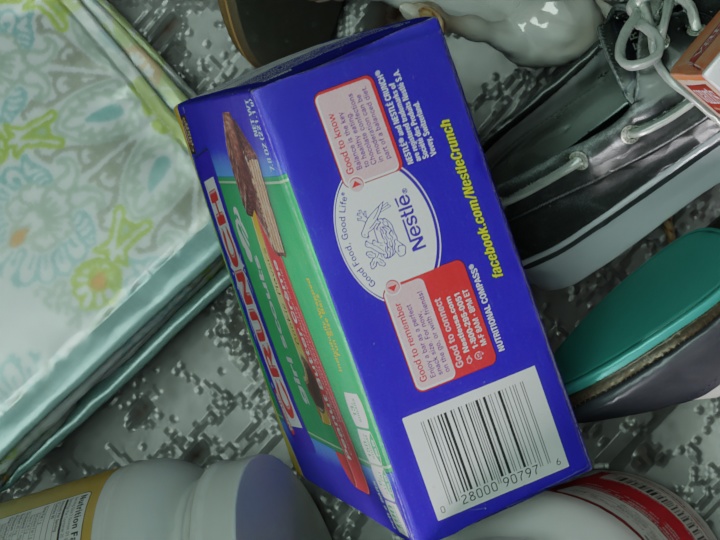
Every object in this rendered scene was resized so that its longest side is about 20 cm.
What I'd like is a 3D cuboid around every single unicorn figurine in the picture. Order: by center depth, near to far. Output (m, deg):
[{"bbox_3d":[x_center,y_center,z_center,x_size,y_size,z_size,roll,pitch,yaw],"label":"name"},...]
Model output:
[{"bbox_3d":[0.053,-0.105,0.884,0.200,0.137,0.074,48,112,28],"label":"unicorn figurine"}]

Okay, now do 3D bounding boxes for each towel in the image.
[{"bbox_3d":[-0.152,-0.022,0.956,0.200,0.048,0.171,-43,75,-4],"label":"towel"}]

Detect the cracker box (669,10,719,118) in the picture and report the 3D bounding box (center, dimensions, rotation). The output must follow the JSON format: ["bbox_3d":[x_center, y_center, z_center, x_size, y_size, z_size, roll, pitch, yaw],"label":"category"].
[{"bbox_3d":[0.225,-0.054,0.747,0.200,0.058,0.134,40,92,-6],"label":"cracker box"}]

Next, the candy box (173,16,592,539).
[{"bbox_3d":[0.000,0.000,0.830,0.077,0.200,0.170,-21,96,-10],"label":"candy box"}]

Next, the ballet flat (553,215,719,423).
[{"bbox_3d":[0.153,-0.002,0.806,0.073,0.073,0.200,42,85,14],"label":"ballet flat"}]

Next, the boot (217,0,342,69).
[{"bbox_3d":[-0.054,-0.182,0.952,0.075,0.073,0.201,-7,90,46],"label":"boot"}]

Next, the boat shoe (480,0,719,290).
[{"bbox_3d":[0.115,-0.076,0.811,0.199,0.074,0.068,-37,123,25],"label":"boat shoe"}]

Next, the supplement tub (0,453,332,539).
[{"bbox_3d":[-0.113,0.161,0.909,0.199,0.144,0.145,-18,83,16],"label":"supplement tub"}]

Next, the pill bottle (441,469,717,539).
[{"bbox_3d":[0.073,0.136,0.820,0.112,0.200,0.113,-1,88,18],"label":"pill bottle"}]
